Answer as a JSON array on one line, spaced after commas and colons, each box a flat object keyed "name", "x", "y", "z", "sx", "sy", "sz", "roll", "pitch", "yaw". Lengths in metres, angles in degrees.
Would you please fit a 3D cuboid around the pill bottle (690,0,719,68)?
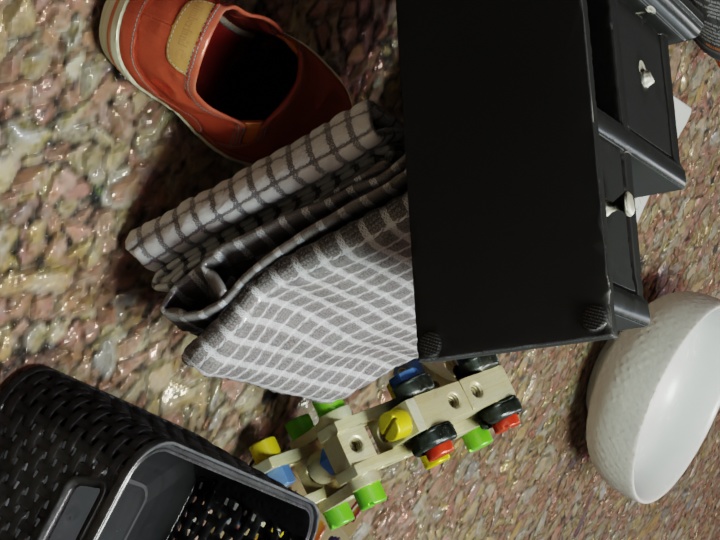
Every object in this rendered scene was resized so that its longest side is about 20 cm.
[{"name": "pill bottle", "x": 0.301, "y": -0.231, "z": 1.192, "sx": 0.107, "sy": 0.106, "sz": 0.200, "roll": -55, "pitch": 149, "yaw": -17}]

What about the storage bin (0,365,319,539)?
[{"name": "storage bin", "x": -0.123, "y": 0.148, "z": 0.802, "sx": 0.136, "sy": 0.093, "sz": 0.200, "roll": -62, "pitch": 149, "yaw": -6}]

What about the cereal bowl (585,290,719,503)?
[{"name": "cereal bowl", "x": 0.264, "y": 0.107, "z": 1.399, "sx": 0.200, "sy": 0.083, "sz": 0.202, "roll": -36, "pitch": 139, "yaw": -40}]

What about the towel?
[{"name": "towel", "x": 0.000, "y": 0.000, "z": 0.812, "sx": 0.165, "sy": 0.086, "sz": 0.200, "roll": -27, "pitch": 158, "yaw": 20}]

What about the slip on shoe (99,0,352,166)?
[{"name": "slip on shoe", "x": -0.053, "y": -0.093, "z": 0.773, "sx": 0.200, "sy": 0.061, "sz": 0.075, "roll": 27, "pitch": 86, "yaw": -62}]

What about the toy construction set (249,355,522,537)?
[{"name": "toy construction set", "x": 0.023, "y": 0.098, "z": 0.972, "sx": 0.200, "sy": 0.092, "sz": 0.131, "roll": -36, "pitch": 178, "yaw": -45}]

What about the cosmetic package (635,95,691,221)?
[{"name": "cosmetic package", "x": 0.120, "y": -0.092, "z": 0.971, "sx": 0.199, "sy": 0.081, "sz": 0.114, "roll": 14, "pitch": 102, "yaw": -56}]

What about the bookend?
[{"name": "bookend", "x": 0.104, "y": -0.050, "z": 0.742, "sx": 0.198, "sy": 0.091, "sz": 0.202, "roll": 19, "pitch": 66, "yaw": -59}]

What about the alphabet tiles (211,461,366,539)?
[{"name": "alphabet tiles", "x": -0.056, "y": 0.199, "z": 1.032, "sx": 0.167, "sy": 0.006, "sz": 0.200, "roll": -57, "pitch": 149, "yaw": -16}]
